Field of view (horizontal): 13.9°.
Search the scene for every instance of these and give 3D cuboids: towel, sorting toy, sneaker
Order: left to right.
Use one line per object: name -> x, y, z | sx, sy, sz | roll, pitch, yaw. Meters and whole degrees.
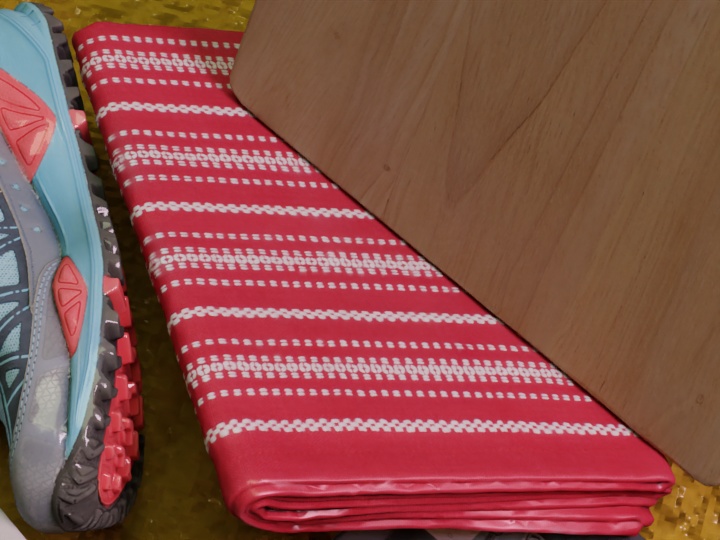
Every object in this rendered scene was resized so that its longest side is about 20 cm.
sneaker -> -0.120, 0.006, 0.898 | 0.095, 0.079, 0.200 | -12, 46, -6
towel -> 0.000, 0.000, 0.895 | 0.145, 0.022, 0.200 | 2, 45, -27
sorting toy -> 0.079, -0.076, 0.840 | 0.199, 0.200, 0.070 | 40, 46, 17

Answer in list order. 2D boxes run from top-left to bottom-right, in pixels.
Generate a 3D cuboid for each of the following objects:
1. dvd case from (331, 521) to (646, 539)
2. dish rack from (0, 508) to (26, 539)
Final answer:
dvd case -> 0.059, 0.144, 0.834 | 0.200, 0.022, 0.146 | 38, 61, 21
dish rack -> -0.204, 0.105, 0.835 | 0.200, 0.044, 0.172 | -33, 63, -23
